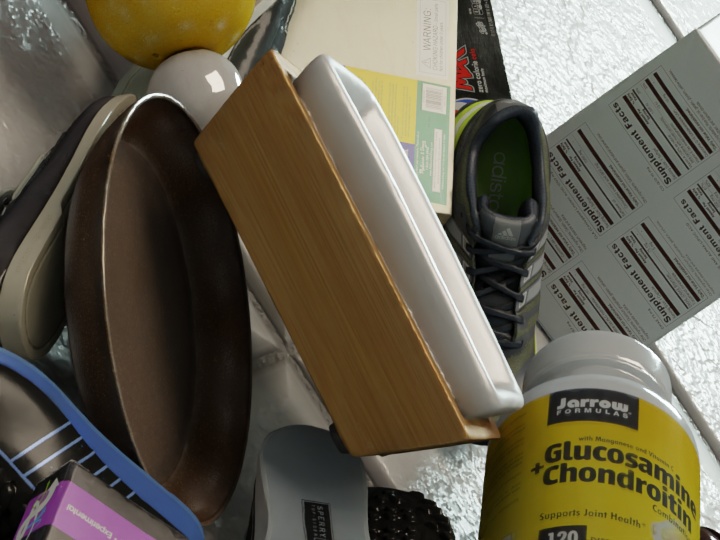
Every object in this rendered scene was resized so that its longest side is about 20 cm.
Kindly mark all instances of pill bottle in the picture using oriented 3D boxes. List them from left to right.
[{"bbox_3d":[0.116,0.124,1.304,0.112,0.112,0.201,40,32,-23],"label":"pill bottle"}]

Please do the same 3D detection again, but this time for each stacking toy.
[{"bbox_3d":[-0.094,-0.151,1.297,0.146,0.146,0.201,9,60,-53],"label":"stacking toy"}]

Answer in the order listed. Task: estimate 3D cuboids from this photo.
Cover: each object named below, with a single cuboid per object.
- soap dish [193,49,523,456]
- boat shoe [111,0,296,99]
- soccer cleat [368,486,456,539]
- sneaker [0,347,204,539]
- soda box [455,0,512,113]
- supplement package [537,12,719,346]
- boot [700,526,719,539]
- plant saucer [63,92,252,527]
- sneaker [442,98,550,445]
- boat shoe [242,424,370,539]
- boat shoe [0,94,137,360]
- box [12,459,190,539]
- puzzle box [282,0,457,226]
[{"bbox_3d":[0.000,0.000,1.245,0.201,0.081,0.157,63,6,7],"label":"soap dish"},{"bbox_3d":[-0.078,-0.111,1.378,0.201,0.075,0.061,-59,140,-36],"label":"boat shoe"},{"bbox_3d":[0.018,0.176,1.252,0.068,0.074,0.200,1,28,-10],"label":"soccer cleat"},{"bbox_3d":[-0.138,0.099,1.079,0.200,0.070,0.078,37,27,-28],"label":"sneaker"},{"bbox_3d":[0.057,-0.092,1.576,0.063,0.071,0.201,-1,47,-8],"label":"soda box"},{"bbox_3d":[0.205,-0.058,1.646,0.147,0.200,0.191,54,28,1],"label":"supplement package"},{"bbox_3d":[0.140,0.170,1.421,0.166,0.072,0.201,45,32,-20],"label":"boot"},{"bbox_3d":[-0.095,0.019,1.198,0.200,0.032,0.202,-6,90,-74],"label":"plant saucer"},{"bbox_3d":[0.070,-0.004,1.438,0.081,0.073,0.202,120,-28,-80],"label":"sneaker"},{"bbox_3d":[-0.032,0.154,1.180,0.073,0.068,0.200,9,31,-11],"label":"boat shoe"},{"bbox_3d":[-0.151,-0.028,1.204,0.200,0.062,0.073,-67,157,-56],"label":"boat shoe"},{"bbox_3d":[-0.097,0.194,1.003,0.143,0.036,0.201,37,48,-20],"label":"box"},{"bbox_3d":[-0.011,-0.126,1.453,0.132,0.025,0.201,10,65,-16],"label":"puzzle box"}]
